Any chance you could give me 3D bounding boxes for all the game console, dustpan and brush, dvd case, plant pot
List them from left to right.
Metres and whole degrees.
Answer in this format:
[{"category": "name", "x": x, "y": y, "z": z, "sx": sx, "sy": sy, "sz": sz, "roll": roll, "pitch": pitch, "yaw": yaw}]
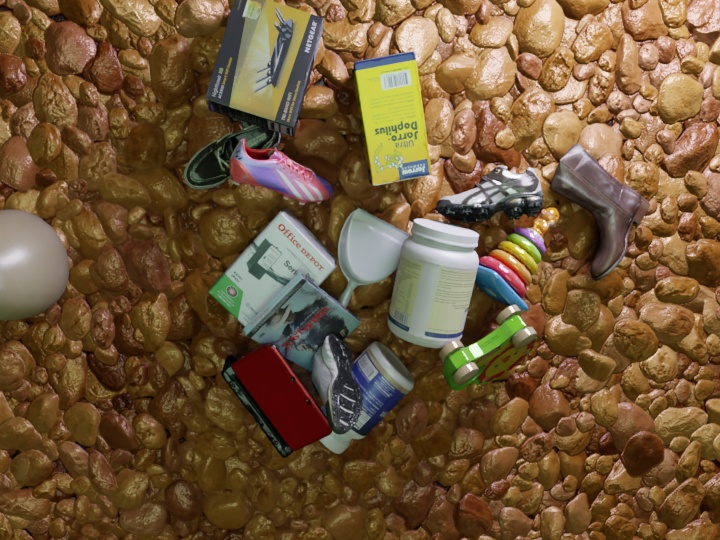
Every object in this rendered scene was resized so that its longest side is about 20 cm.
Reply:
[{"category": "plant pot", "x": -0.646, "y": 0.000, "z": 1.022, "sx": 0.194, "sy": 0.135, "sz": 0.206, "roll": 0, "pitch": 100, "yaw": -2}, {"category": "game console", "x": -0.155, "y": 0.226, "z": 1.070, "sx": 0.118, "sy": 0.172, "sz": 0.202, "roll": -35, "pitch": 99, "yaw": -4}, {"category": "dvd case", "x": -0.101, "y": 0.101, "z": 1.058, "sx": 0.146, "sy": 0.022, "sz": 0.200, "roll": -43, "pitch": 137, "yaw": 5}, {"category": "dustpan and brush", "x": 0.000, "y": 0.000, "z": 1.091, "sx": 0.137, "sy": 0.057, "sz": 0.204, "roll": 24, "pitch": 92, "yaw": -19}]

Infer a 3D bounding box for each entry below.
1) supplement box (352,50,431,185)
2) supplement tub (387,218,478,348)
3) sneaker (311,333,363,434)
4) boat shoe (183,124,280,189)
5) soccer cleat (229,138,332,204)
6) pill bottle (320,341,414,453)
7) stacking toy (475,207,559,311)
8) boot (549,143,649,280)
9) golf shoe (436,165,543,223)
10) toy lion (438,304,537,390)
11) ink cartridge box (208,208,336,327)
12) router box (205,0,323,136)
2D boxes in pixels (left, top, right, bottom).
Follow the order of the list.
[{"category": "supplement box", "x": 0.053, "y": -0.261, "z": 1.009, "sx": 0.106, "sy": 0.109, "sz": 0.206, "roll": -10, "pitch": 101, "yaw": 0}, {"category": "supplement tub", "x": 0.133, "y": 0.021, "z": 1.043, "sx": 0.141, "sy": 0.145, "sz": 0.205, "roll": 10, "pitch": 104, "yaw": -4}, {"category": "sneaker", "x": -0.049, "y": 0.211, "z": 1.032, "sx": 0.073, "sy": 0.202, "sz": 0.079, "roll": 35, "pitch": 115, "yaw": -30}, {"category": "boat shoe", "x": -0.235, "y": -0.210, "z": 1.032, "sx": 0.197, "sy": 0.064, "sz": 0.072, "roll": -31, "pitch": 100, "yaw": 4}, {"category": "soccer cleat", "x": -0.133, "y": -0.172, "z": 1.014, "sx": 0.195, "sy": 0.067, "sz": 0.078, "roll": 11, "pitch": 124, "yaw": -25}, {"category": "pill bottle", "x": -0.001, "y": 0.244, "z": 1.100, "sx": 0.116, "sy": 0.116, "sz": 0.200, "roll": 43, "pitch": 97, "yaw": -9}, {"category": "stacking toy", "x": 0.302, "y": -0.037, "z": 1.074, "sx": 0.116, "sy": 0.110, "sz": 0.201, "roll": 40, "pitch": 86, "yaw": -22}, {"category": "boot", "x": 0.417, "y": -0.110, "z": 1.073, "sx": 0.198, "sy": 0.064, "sz": 0.189, "roll": 32, "pitch": 85, "yaw": -11}, {"category": "golf shoe", "x": 0.236, "y": -0.143, "z": 1.066, "sx": 0.194, "sy": 0.078, "sz": 0.097, "roll": -3, "pitch": 77, "yaw": 2}, {"category": "toy lion", "x": 0.241, "y": 0.161, "z": 1.064, "sx": 0.197, "sy": 0.193, "sz": 0.069, "roll": -29, "pitch": 59, "yaw": -9}, {"category": "ink cartridge box", "x": -0.158, "y": 0.008, "z": 1.066, "sx": 0.146, "sy": 0.083, "sz": 0.200, "roll": 43, "pitch": 96, "yaw": -9}, {"category": "router box", "x": -0.161, "y": -0.353, "z": 0.986, "sx": 0.153, "sy": 0.052, "sz": 0.205, "roll": 15, "pitch": 82, "yaw": -5}]
